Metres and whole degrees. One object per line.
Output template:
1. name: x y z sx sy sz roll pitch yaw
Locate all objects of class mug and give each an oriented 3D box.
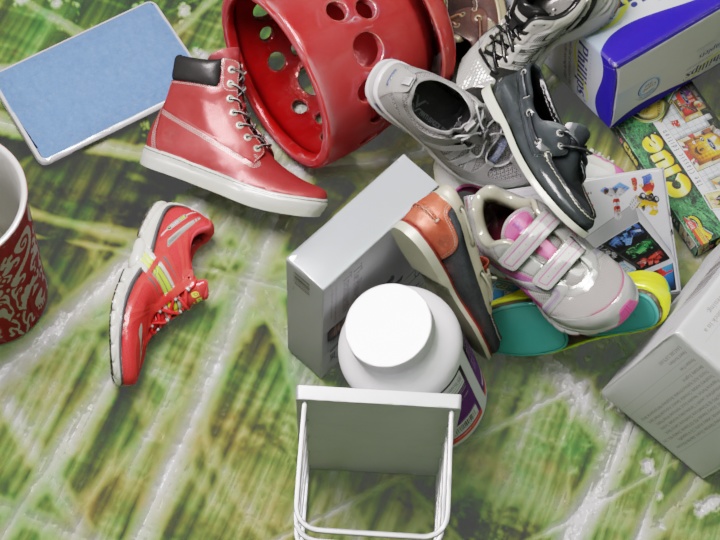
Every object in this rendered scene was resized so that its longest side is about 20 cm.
1. mug: -0.381 -0.026 1.482 0.177 0.200 0.134 14 64 7

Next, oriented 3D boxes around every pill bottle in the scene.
1. pill bottle: 0.046 0.086 1.427 0.112 0.200 0.113 -6 65 12

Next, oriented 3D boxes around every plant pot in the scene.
1. plant pot: -0.016 -0.230 1.597 0.182 0.201 0.201 -30 67 -18

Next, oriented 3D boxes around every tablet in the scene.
1. tablet: -0.277 -0.201 1.678 0.199 0.014 0.130 -28 67 -16

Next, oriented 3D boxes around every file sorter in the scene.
1. file sorter: 0.010 0.194 1.383 0.138 0.200 0.125 4 67 1

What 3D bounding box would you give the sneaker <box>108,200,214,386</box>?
1. sneaker: -0.191 0.022 1.534 0.085 0.077 0.201 15 64 1

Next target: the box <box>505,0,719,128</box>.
1. box: 0.276 -0.282 1.669 0.183 0.105 0.200 -31 60 -15

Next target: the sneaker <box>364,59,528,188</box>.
1. sneaker: 0.097 -0.131 1.515 0.199 0.082 0.075 26 90 -25

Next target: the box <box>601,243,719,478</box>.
1. box: 0.352 0.059 1.445 0.131 0.200 0.199 41 67 5

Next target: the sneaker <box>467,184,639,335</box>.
1. sneaker: 0.164 -0.012 1.442 0.200 0.088 0.081 32 79 37

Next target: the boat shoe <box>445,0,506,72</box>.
1. boat shoe: 0.110 -0.243 1.668 0.072 0.072 0.201 4 66 -28

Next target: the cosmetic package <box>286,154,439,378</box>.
1. cosmetic package: 0.000 0.000 1.477 0.052 0.200 0.151 39 69 16

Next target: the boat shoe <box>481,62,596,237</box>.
1. boat shoe: 0.178 -0.117 1.452 0.066 0.074 0.200 -39 44 17

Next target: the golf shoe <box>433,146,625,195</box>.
1. golf shoe: 0.169 -0.091 1.610 0.199 0.075 0.092 12 81 6

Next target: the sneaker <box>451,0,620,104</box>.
1. sneaker: 0.159 -0.241 1.565 0.200 0.088 0.076 -40 62 13

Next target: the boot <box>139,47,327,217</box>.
1. boot: -0.111 -0.142 1.588 0.199 0.072 0.145 21 95 11

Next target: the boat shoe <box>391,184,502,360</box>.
1. boat shoe: 0.092 0.006 1.435 0.063 0.200 0.071 -45 44 -14

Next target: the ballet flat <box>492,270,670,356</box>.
1. ballet flat: 0.201 0.037 1.500 0.199 0.067 0.067 -11 27 29

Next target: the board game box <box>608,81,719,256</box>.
1. board game box: 0.339 -0.117 1.646 0.104 0.023 0.200 -25 66 -11

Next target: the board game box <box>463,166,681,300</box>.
1. board game box: 0.208 -0.026 1.559 0.199 0.035 0.127 -8 92 -6
